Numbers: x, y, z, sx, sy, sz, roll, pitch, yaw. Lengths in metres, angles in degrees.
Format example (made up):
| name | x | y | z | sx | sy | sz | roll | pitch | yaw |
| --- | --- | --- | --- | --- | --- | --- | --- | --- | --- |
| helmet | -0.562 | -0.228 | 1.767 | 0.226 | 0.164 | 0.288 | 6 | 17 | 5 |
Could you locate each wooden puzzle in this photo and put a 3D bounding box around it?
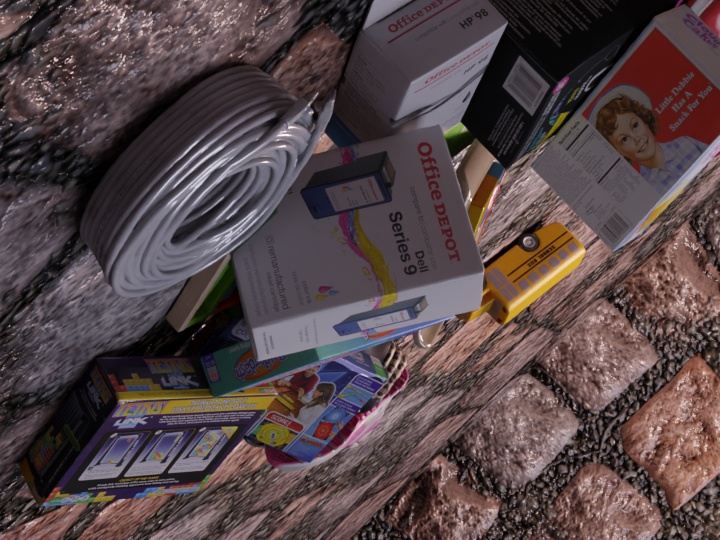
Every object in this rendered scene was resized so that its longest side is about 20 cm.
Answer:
| name | x | y | z | sx | sy | sz | roll | pitch | yaw |
| --- | --- | --- | --- | --- | --- | --- | --- | --- | --- |
| wooden puzzle | 0.108 | -0.037 | 1.819 | 0.185 | 0.037 | 0.200 | -56 | 162 | -63 |

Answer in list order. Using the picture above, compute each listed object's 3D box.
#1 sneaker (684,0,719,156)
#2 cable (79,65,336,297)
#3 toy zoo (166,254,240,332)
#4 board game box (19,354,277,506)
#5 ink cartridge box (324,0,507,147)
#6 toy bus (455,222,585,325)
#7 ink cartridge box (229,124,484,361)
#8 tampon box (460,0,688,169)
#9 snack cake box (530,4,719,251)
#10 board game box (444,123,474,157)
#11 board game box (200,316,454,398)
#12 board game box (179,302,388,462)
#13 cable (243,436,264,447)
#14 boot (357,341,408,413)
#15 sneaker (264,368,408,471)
| name | x | y | z | sx | sy | sz | roll | pitch | yaw |
| --- | --- | --- | --- | --- | --- | --- | --- | --- | --- |
| sneaker | 0.326 | -0.180 | 1.613 | 0.078 | 0.116 | 0.200 | -35 | 164 | -50 |
| cable | -0.124 | -0.067 | 1.337 | 0.200 | 0.069 | 0.200 | -33 | 164 | -31 |
| toy zoo | -0.088 | -0.019 | 1.681 | 0.200 | 0.020 | 0.131 | -27 | 160 | -48 |
| board game box | -0.205 | 0.153 | 1.700 | 0.200 | 0.057 | 0.165 | 2 | 136 | -46 |
| ink cartridge box | 0.049 | -0.174 | 1.489 | 0.116 | 0.067 | 0.200 | -34 | 165 | -26 |
| toy bus | 0.225 | 0.011 | 2.526 | 0.200 | 0.078 | 0.065 | -37 | 165 | -23 |
| ink cartridge box | -0.009 | -0.023 | 1.470 | 0.200 | 0.145 | 0.088 | -12 | 158 | -5 |
| tampon box | 0.180 | -0.217 | 1.595 | 0.200 | 0.126 | 0.150 | -35 | 165 | -28 |
| snack cake box | 0.259 | -0.127 | 1.582 | 0.067 | 0.115 | 0.200 | -29 | 163 | -49 |
| board game box | 0.049 | -0.111 | 1.772 | 0.200 | 0.030 | 0.096 | -38 | 167 | -27 |
| board game box | -0.030 | 0.064 | 1.678 | 0.152 | 0.045 | 0.200 | -21 | 175 | 43 |
| board game box | -0.088 | 0.112 | 1.809 | 0.200 | 0.034 | 0.135 | 29 | 114 | -34 |
| cable | -0.064 | 0.137 | 2.016 | 0.200 | 0.051 | 0.163 | -46 | 167 | 15 |
| boot | -0.056 | 0.107 | 1.887 | 0.200 | 0.151 | 0.073 | -46 | -152 | -5 |
| sneaker | -0.030 | 0.173 | 1.976 | 0.200 | 0.081 | 0.088 | -31 | 156 | -34 |
